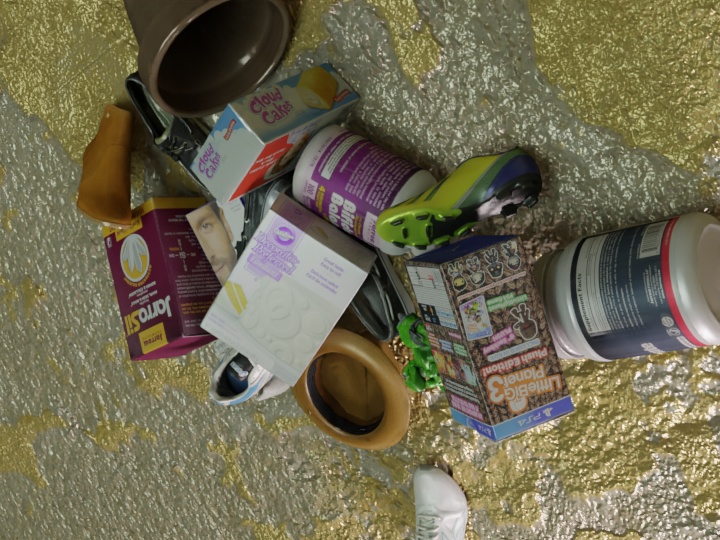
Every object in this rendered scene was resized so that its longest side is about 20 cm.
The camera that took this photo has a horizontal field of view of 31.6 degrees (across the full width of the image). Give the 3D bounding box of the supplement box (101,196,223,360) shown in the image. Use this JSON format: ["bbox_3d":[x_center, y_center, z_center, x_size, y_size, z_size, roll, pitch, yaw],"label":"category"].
[{"bbox_3d":[-0.270,0.011,1.781,0.130,0.103,0.202,-24,77,40],"label":"supplement box"}]

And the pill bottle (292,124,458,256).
[{"bbox_3d":[0.025,-0.087,1.546,0.199,0.112,0.113,29,126,20],"label":"pill bottle"}]

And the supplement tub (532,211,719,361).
[{"bbox_3d":[0.299,0.022,1.380,0.199,0.140,0.141,-13,104,40],"label":"supplement tub"}]

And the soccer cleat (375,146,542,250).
[{"bbox_3d":[0.110,-0.085,1.460,0.199,0.084,0.065,-19,140,1],"label":"soccer cleat"}]

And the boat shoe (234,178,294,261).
[{"bbox_3d":[-0.130,-0.036,1.638,0.056,0.069,0.201,25,122,16],"label":"boat shoe"}]

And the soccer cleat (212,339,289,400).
[{"bbox_3d":[-0.179,0.102,1.807,0.200,0.086,0.070,41,130,13],"label":"soccer cleat"}]

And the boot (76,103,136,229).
[{"bbox_3d":[-0.341,-0.149,1.748,0.201,0.070,0.145,45,118,58],"label":"boot"}]

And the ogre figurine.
[{"bbox_3d":[0.110,0.121,1.579,0.099,0.199,0.120,-59,31,4],"label":"ogre figurine"}]

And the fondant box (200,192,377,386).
[{"bbox_3d":[-0.091,0.025,1.582,0.144,0.058,0.201,33,118,-2],"label":"fondant box"}]

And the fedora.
[{"bbox_3d":[-0.003,0.144,1.696,0.199,0.082,0.202,18,131,22],"label":"fedora"}]

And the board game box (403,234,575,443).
[{"bbox_3d":[0.139,0.070,1.414,0.159,0.096,0.202,-170,61,-77],"label":"board game box"}]

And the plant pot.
[{"bbox_3d":[-0.212,-0.320,1.576,0.175,0.199,0.201,54,134,24],"label":"plant pot"}]

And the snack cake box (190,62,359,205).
[{"bbox_3d":[-0.102,-0.168,1.543,0.067,0.200,0.115,48,130,7],"label":"snack cake box"}]

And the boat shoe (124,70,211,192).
[{"bbox_3d":[-0.254,-0.186,1.735,0.072,0.066,0.202,-32,91,41],"label":"boat shoe"}]

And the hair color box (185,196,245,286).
[{"bbox_3d":[-0.144,-0.013,1.741,0.109,0.065,0.201,-22,97,40],"label":"hair color box"}]

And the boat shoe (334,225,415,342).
[{"bbox_3d":[0.000,0.000,1.630,0.072,0.071,0.201,-35,93,31],"label":"boat shoe"}]

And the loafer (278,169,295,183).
[{"bbox_3d":[-0.117,-0.105,1.668,0.069,0.075,0.201,-20,99,36],"label":"loafer"}]

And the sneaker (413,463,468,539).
[{"bbox_3d":[0.106,0.361,1.730,0.070,0.080,0.202,0,110,38],"label":"sneaker"}]

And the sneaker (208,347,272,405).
[{"bbox_3d":[-0.135,0.108,1.699,0.072,0.072,0.200,40,118,6],"label":"sneaker"}]
